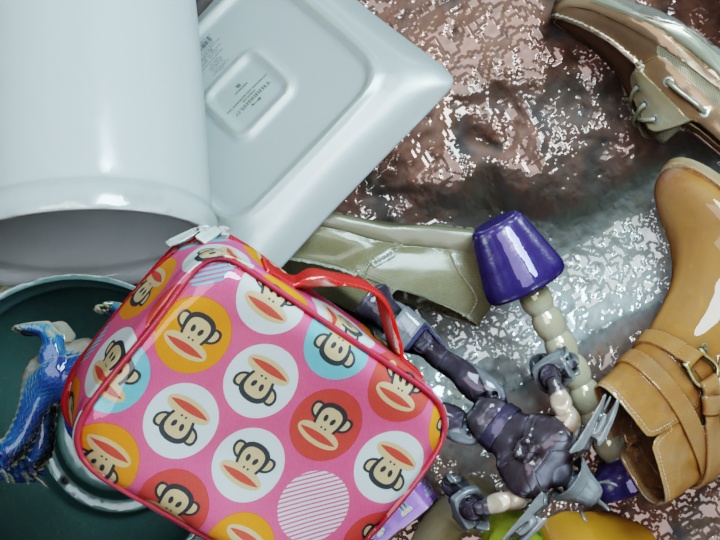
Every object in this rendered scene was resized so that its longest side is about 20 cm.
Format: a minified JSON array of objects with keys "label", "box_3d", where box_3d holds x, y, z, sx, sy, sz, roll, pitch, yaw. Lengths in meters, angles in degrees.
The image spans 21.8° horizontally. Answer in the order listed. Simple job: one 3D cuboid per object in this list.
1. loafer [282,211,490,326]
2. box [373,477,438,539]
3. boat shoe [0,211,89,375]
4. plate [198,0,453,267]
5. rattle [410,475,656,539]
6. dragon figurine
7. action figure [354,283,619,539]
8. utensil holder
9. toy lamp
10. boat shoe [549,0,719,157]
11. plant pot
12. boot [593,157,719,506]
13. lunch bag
[{"label":"loafer","box_3d":[0.000,0.000,1.251,0.200,0.076,0.067,3,80,6]},{"label":"box","box_3d":[-0.040,0.198,1.210,0.200,0.137,0.039,-39,83,2]},{"label":"boat shoe","box_3d":[-0.243,0.006,1.281,0.076,0.072,0.200,34,88,22]},{"label":"plate","box_3d":[-0.070,-0.112,1.247,0.200,0.032,0.200,-47,56,1]},{"label":"rattle","box_3d":[0.086,0.242,1.249,0.130,0.143,0.200,30,106,38]},{"label":"dragon figurine","box_3d":[-0.152,0.072,1.133,0.200,0.059,0.099,-14,85,5]},{"label":"action figure","box_3d":[0.075,0.088,1.167,0.200,0.069,0.130,35,82,11]},{"label":"utensil holder","box_3d":[-0.179,-0.105,1.179,0.170,0.170,0.200,-6,73,5]},{"label":"toy lamp","box_3d":[0.133,0.055,1.221,0.058,0.058,0.200,-27,97,3]},{"label":"boat shoe","box_3d":[0.209,-0.121,1.243,0.200,0.076,0.072,31,91,8]},{"label":"plant pot","box_3d":[-0.173,0.107,1.230,0.200,0.134,0.200,0,85,6]},{"label":"boot","box_3d":[0.206,0.039,1.202,0.155,0.074,0.200,-28,87,-25]},{"label":"lunch bag","box_3d":[-0.053,0.073,1.075,0.200,0.082,0.176,38,93,-22]}]
